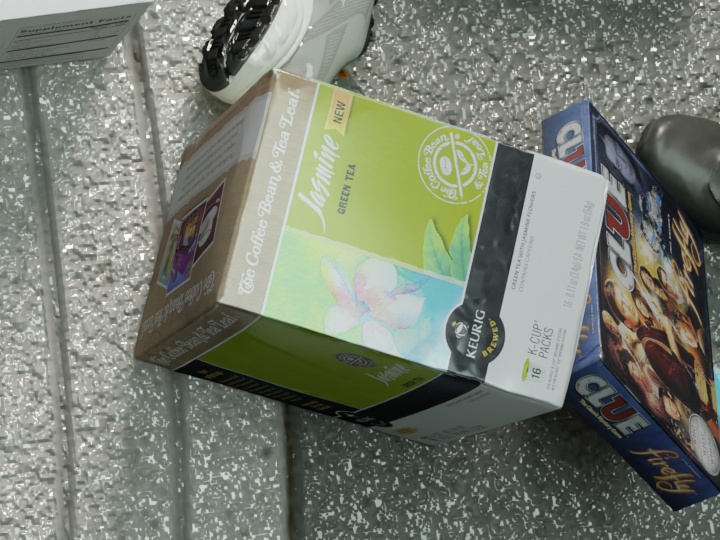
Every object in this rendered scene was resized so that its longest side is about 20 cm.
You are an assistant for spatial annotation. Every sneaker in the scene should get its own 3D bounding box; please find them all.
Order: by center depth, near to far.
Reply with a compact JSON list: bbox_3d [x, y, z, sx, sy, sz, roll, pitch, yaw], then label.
[{"bbox_3d":[-0.019,-0.166,1.452,0.079,0.074,0.201,41,69,-28],"label":"sneaker"},{"bbox_3d":[0.261,-0.040,1.503,0.199,0.091,0.076,28,73,-10],"label":"sneaker"}]

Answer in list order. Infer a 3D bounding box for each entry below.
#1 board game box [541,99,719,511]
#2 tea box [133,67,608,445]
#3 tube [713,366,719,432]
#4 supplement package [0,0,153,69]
[{"bbox_3d":[0.154,0.018,1.405,0.135,0.034,0.201,44,33,-36],"label":"board game box"},{"bbox_3d":[0.000,0.000,1.349,0.195,0.200,0.135,16,76,-15],"label":"tea box"},{"bbox_3d":[0.251,0.085,1.492,0.198,0.078,0.051,5,119,-16],"label":"tube"},{"bbox_3d":[-0.216,-0.219,1.367,0.155,0.111,0.202,-9,83,-20],"label":"supplement package"}]
